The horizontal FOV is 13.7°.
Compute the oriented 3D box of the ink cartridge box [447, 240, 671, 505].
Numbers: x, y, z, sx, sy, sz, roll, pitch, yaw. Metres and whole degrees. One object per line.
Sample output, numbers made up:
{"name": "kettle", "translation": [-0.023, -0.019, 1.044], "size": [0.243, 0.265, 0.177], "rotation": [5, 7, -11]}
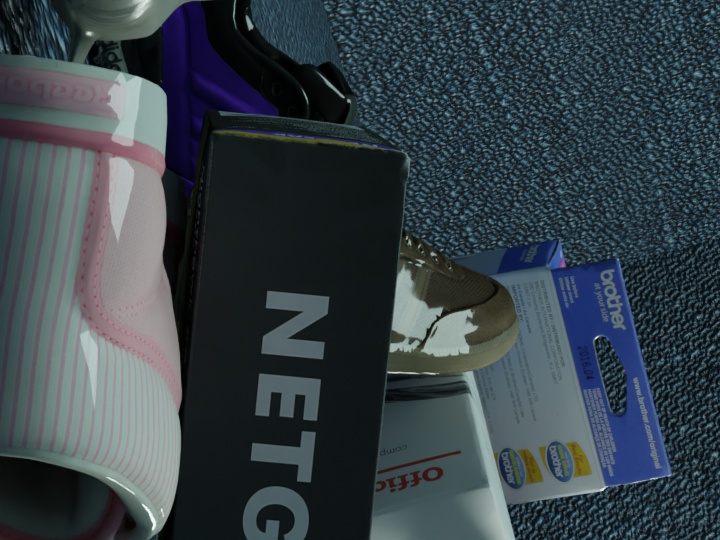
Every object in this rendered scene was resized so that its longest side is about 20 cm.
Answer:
{"name": "ink cartridge box", "translation": [0.042, 0.055, 1.426], "size": [0.042, 0.199, 0.120], "rotation": [-58, 135, -63]}

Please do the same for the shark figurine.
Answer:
{"name": "shark figurine", "translation": [-0.079, -0.123, 1.099], "size": [0.215, 0.089, 0.129], "rotation": [-115, -154, -62]}

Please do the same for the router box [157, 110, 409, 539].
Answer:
{"name": "router box", "translation": [-0.027, 0.060, 0.805], "size": [0.157, 0.052, 0.201], "rotation": [-134, -131, -84]}

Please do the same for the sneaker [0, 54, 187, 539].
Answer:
{"name": "sneaker", "translation": [-0.080, 0.018, 0.713], "size": [0.200, 0.075, 0.105], "rotation": [125, -32, -81]}

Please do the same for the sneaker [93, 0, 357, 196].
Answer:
{"name": "sneaker", "translation": [-0.045, -0.043, 1.261], "size": [0.070, 0.099, 0.201], "rotation": [-56, 130, -83]}

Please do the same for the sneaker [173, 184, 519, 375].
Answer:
{"name": "sneaker", "translation": [0.000, 0.000, 1.225], "size": [0.200, 0.070, 0.076], "rotation": [-3, 105, -49]}

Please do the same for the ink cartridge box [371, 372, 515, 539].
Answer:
{"name": "ink cartridge box", "translation": [0.001, 0.090, 1.302], "size": [0.200, 0.115, 0.068], "rotation": [-103, 175, -50]}
